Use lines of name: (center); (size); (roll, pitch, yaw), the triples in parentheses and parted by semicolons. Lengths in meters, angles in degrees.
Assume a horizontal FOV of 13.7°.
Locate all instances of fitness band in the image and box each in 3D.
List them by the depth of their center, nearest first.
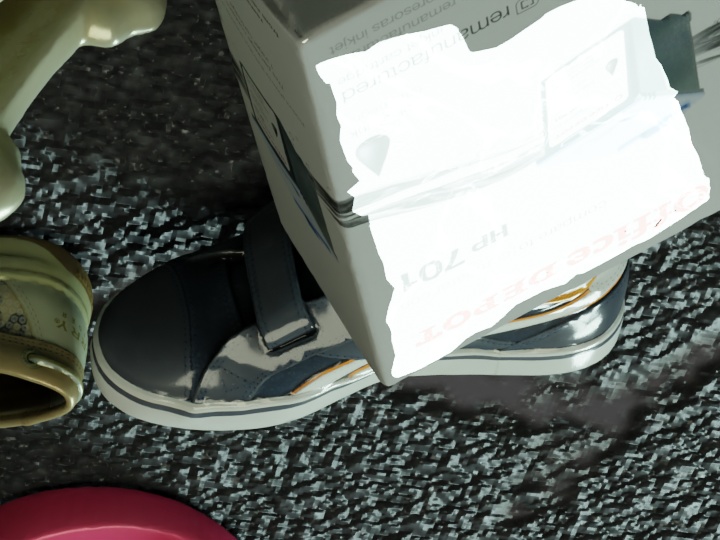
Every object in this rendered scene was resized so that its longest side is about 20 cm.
fitness band: (-0.102, 0.165, 1.277); (0.143, 0.038, 0.201); (-11, 135, 12)

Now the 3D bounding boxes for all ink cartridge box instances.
ink cartridge box: (0.039, -0.073, 0.944); (0.146, 0.086, 0.200); (-28, 147, -8)

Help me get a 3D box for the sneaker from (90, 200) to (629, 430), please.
sneaker: (0.000, 0.000, 1.079); (0.198, 0.079, 0.080); (-9, 142, -10)

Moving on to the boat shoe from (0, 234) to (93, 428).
boat shoe: (-0.198, 0.034, 1.110); (0.198, 0.063, 0.074); (-10, 137, 8)

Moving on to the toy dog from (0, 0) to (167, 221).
toy dog: (-0.135, -0.149, 0.893); (0.193, 0.140, 0.201); (31, 139, 16)
